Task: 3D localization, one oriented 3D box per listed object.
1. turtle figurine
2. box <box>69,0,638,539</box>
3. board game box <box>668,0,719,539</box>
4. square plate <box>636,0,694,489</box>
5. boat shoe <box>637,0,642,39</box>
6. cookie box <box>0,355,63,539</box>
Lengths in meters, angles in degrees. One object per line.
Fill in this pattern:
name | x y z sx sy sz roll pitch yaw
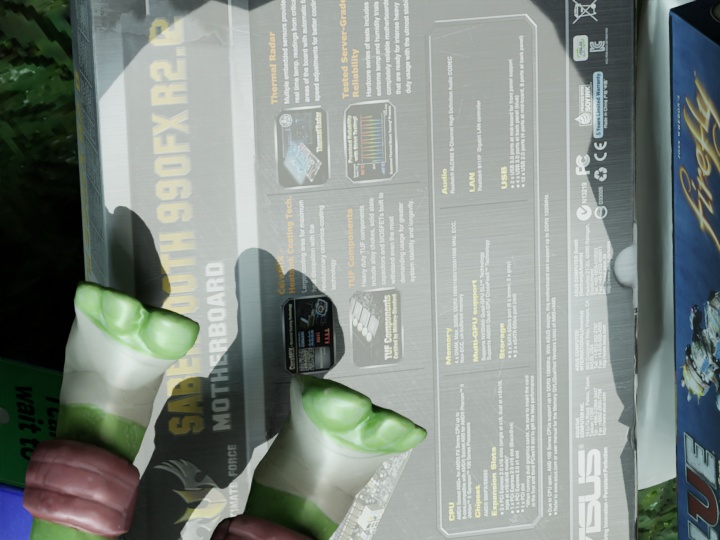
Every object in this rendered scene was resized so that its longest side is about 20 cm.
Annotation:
turtle figurine | -0.066 0.108 0.737 0.200 0.143 0.195 31 80 -59
box | 0.000 0.000 0.836 0.157 0.048 0.202 -6 107 -11
board game box | 0.156 -0.001 0.849 0.135 0.035 0.201 -19 126 -21
square plate | 0.164 -0.034 0.927 0.199 0.028 0.199 -22 131 -30
boat shoe | 0.100 -0.054 0.927 0.199 0.075 0.063 3 114 -37
cookie box | -0.166 0.102 0.914 0.199 0.075 0.172 14 123 -20
